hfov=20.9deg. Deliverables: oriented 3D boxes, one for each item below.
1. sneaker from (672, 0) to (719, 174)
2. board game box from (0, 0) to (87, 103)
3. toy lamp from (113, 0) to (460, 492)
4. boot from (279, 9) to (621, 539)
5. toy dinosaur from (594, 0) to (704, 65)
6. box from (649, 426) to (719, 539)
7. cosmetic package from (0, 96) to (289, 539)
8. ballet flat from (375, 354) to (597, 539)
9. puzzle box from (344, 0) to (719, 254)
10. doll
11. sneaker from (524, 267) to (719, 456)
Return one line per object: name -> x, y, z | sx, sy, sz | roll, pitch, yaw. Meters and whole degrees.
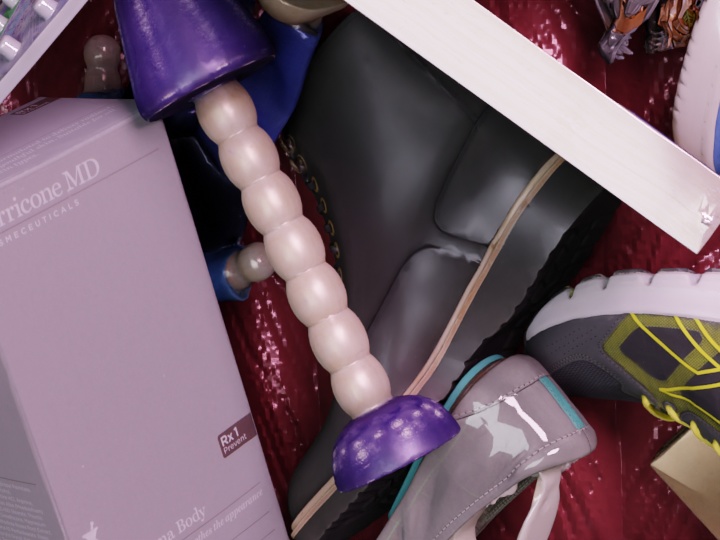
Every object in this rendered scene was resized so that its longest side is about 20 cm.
sneaker -> 0.196, -0.107, 0.693 | 0.111, 0.077, 0.201 | 30, 103, 20
board game box -> -0.106, -0.154, 0.726 | 0.026, 0.201, 0.200 | 35, 114, -25
toy lamp -> -0.031, -0.020, 0.711 | 0.058, 0.058, 0.201 | -27, 89, 22
boot -> 0.000, 0.000, 0.796 | 0.138, 0.077, 0.201 | 41, 106, 17
toy dinosaur -> 0.068, -0.176, 0.727 | 0.134, 0.102, 0.202 | -16, 82, -2
box -> 0.236, 0.096, 0.755 | 0.200, 0.021, 0.163 | 47, 112, 3
cosmetic package -> -0.111, 0.042, 0.760 | 0.090, 0.107, 0.202 | 9, 123, 43
ballet flat -> 0.030, 0.118, 0.784 | 0.064, 0.067, 0.201 | 43, 127, 17
puzzle box -> 0.037, -0.077, 0.663 | 0.199, 0.133, 0.026 | 36, 97, 1
doll -> -0.076, -0.053, 0.801 | 0.137, 0.048, 0.201 | 48, 128, 25
sneaker -> 0.143, 0.045, 0.717 | 0.199, 0.074, 0.086 | -3, 77, 39
